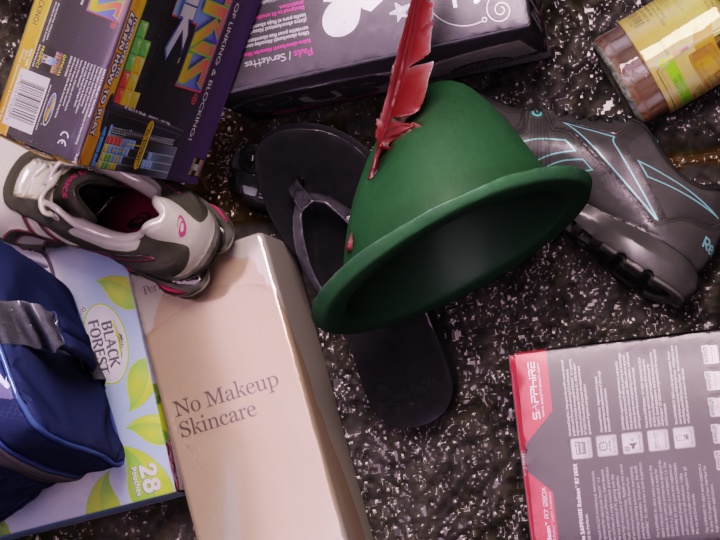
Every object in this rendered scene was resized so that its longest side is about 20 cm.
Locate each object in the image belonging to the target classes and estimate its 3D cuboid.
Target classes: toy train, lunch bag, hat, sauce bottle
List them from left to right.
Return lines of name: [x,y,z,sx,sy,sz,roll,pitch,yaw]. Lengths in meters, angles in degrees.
lunch bag: [-0.215,0.058,1.050,0.132,0.200,0.137,-25,75,4]
toy train: [0.010,-0.033,1.166,0.198,0.034,0.046,16,91,13]
hat: [0.026,-0.088,1.065,0.199,0.165,0.177,-33,72,22]
sauce bottle: [0.236,-0.161,1.117,0.199,0.065,0.065,-31,79,9]

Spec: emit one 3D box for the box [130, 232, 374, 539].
box: [-0.065,0.088,1.146,0.094,0.078,0.202,-19,81,10]

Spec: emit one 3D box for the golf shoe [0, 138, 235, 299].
golf shoe: [-0.170,-0.049,1.110,0.199,0.088,0.078,17,78,21]

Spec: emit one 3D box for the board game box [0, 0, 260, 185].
board game box: [-0.106,-0.151,1.002,0.056,0.165,0.201,21,96,17]

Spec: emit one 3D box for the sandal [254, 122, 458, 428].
sandal: [0.001,0.000,1.136,0.076,0.043,0.201,-28,91,19]

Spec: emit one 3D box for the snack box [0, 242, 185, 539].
snack box: [-0.204,0.061,1.183,0.167,0.068,0.202,-14,83,9]

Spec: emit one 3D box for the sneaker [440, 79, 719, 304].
sneaker: [0.129,-0.062,1.134,0.199,0.075,0.080,34,82,4]

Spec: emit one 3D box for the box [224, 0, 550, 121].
box: [0.004,-0.167,1.131,0.198,0.132,0.116,-10,86,11]

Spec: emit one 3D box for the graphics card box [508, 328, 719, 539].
graphics card box: [0.193,0.099,1.107,0.198,0.051,0.127,-8,82,12]
